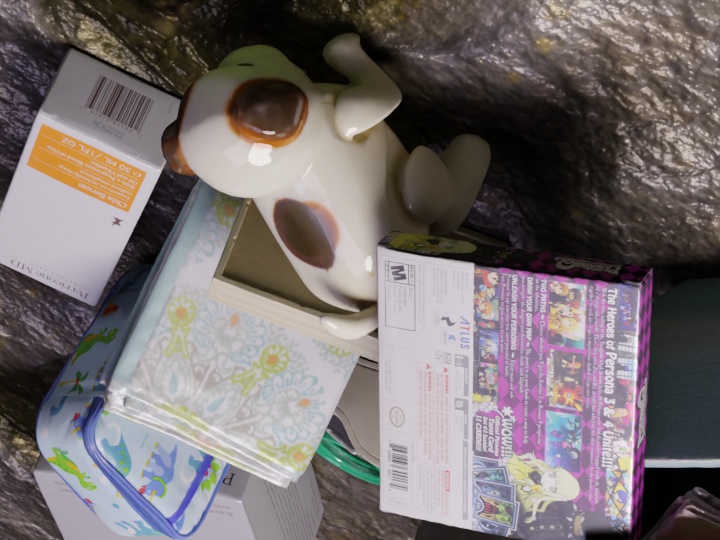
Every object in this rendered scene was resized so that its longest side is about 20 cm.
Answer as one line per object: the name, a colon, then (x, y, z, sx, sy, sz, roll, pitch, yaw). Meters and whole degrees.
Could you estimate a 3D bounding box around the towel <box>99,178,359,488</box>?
towel: (-0.086, 0.045, 1.524, 0.171, 0.201, 0.048, 26, 176, -13)

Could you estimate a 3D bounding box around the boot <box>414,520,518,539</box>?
boot: (0.130, 0.247, 1.679, 0.199, 0.074, 0.075, 9, 164, 44)

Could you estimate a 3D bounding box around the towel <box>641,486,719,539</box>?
towel: (0.270, 0.234, 1.387, 0.190, 0.032, 0.200, 24, 143, -4)

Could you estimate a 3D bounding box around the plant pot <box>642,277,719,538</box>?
plant pot: (0.277, 0.113, 1.424, 0.195, 0.201, 0.197, -4, 137, 27)

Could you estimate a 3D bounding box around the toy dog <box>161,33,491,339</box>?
toy dog: (-0.041, -0.068, 1.359, 0.139, 0.195, 0.200, -7, 144, 47)

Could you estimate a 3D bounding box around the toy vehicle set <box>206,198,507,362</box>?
toy vehicle set: (0.000, 0.000, 1.470, 0.199, 0.125, 0.027, 20, 143, 0)

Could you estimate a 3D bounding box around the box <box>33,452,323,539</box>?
box: (-0.155, 0.195, 1.777, 0.198, 0.131, 0.201, 6, 141, 16)

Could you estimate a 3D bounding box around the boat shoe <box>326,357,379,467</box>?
boat shoe: (0.007, 0.113, 1.620, 0.200, 0.073, 0.063, 32, 169, 30)

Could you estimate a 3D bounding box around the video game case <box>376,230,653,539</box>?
video game case: (0.098, 0.081, 1.318, 0.180, 0.036, 0.201, 8, 115, 22)

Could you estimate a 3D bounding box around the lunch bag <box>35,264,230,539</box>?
lunch bag: (-0.158, 0.105, 1.608, 0.082, 0.201, 0.161, -3, 135, 37)

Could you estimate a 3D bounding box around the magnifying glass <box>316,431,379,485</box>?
magnifying glass: (0.036, 0.169, 1.687, 0.199, 0.022, 0.080, 19, 159, 37)

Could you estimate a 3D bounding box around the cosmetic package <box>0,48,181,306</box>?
cosmetic package: (-0.211, -0.067, 1.526, 0.101, 0.072, 0.200, 24, 143, -7)
